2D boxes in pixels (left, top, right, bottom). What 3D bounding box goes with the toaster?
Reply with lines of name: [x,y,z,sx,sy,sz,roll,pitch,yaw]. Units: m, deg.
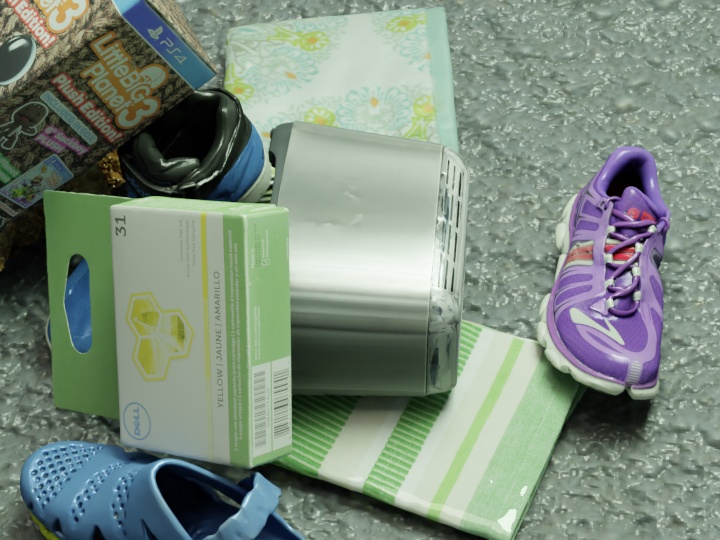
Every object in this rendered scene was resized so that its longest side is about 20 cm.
toaster: [0.000,0.000,1.105,0.129,0.114,0.201,3,48,5]

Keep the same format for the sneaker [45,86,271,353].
sneaker: [-0.141,-0.034,1.159,0.077,0.111,0.200,37,74,26]

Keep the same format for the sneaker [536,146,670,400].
sneaker: [0.159,-0.004,1.134,0.080,0.084,0.200,13,44,-8]

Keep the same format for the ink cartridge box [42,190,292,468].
ink cartridge box: [-0.129,0.029,1.060,0.199,0.146,0.048,5,11,35]

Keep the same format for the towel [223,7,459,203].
towel: [-0.017,-0.118,1.302,0.170,0.048,0.201,-2,45,2]

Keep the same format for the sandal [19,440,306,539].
sandal: [-0.109,0.135,1.033,0.199,0.087,0.080,14,50,21]

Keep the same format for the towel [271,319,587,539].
towel: [0.027,0.083,1.118,0.199,0.023,0.153,17,50,19]

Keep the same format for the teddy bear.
teddy bear: [-0.232,-0.053,1.224,0.200,0.067,0.145,-34,17,-18]

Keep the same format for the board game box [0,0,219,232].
board game box: [-0.219,-0.142,1.133,0.200,0.097,0.160,-35,57,7]
